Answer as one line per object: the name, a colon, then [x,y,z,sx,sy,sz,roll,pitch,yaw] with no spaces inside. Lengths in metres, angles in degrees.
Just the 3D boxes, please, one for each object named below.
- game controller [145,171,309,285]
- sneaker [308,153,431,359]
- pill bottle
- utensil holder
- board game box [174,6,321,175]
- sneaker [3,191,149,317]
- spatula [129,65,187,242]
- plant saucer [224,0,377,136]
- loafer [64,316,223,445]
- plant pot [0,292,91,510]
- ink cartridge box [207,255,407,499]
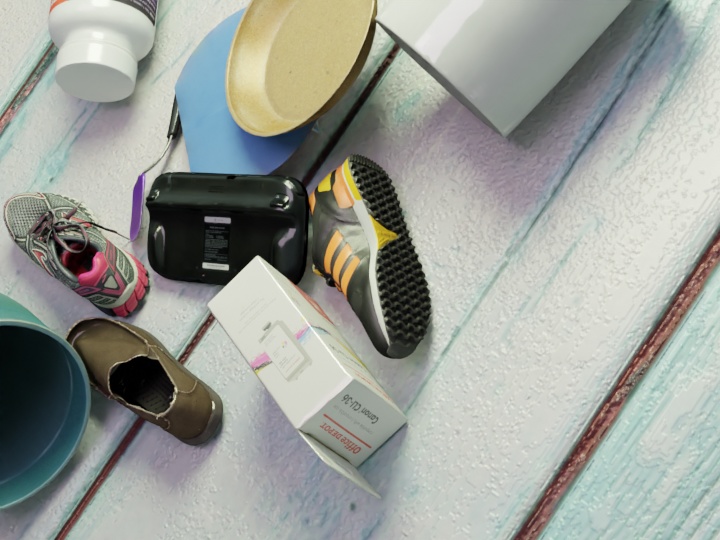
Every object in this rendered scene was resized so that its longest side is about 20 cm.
game controller: [-0.128,-0.038,1.480,0.199,0.042,0.105,5,102,39]
sneaker: [0.000,0.000,1.404,0.090,0.070,0.202,-34,56,34]
pill bottle: [-0.266,-0.283,1.638,0.110,0.111,0.202,-9,64,25]
utensil holder: [0.135,-0.241,1.367,0.200,0.170,0.170,-49,55,4]
board game box: [-0.103,-0.165,1.544,0.157,0.039,0.201,-29,55,22]
sneaker: [-0.291,-0.030,1.564,0.199,0.075,0.081,30,85,36]
spatula: [-0.201,-0.123,1.582,0.056,0.020,0.201,-38,31,65]
plant saucer: [-0.047,-0.211,1.457,0.199,0.035,0.202,-25,54,38]
loafer: [-0.212,0.091,1.468,0.199,0.071,0.073,25,82,35]
plant pot: [-0.383,0.098,1.496,0.200,0.200,0.188,-50,40,0]
ink cartridge box: [-0.035,0.092,1.343,0.067,0.116,0.200,-42,56,5]
